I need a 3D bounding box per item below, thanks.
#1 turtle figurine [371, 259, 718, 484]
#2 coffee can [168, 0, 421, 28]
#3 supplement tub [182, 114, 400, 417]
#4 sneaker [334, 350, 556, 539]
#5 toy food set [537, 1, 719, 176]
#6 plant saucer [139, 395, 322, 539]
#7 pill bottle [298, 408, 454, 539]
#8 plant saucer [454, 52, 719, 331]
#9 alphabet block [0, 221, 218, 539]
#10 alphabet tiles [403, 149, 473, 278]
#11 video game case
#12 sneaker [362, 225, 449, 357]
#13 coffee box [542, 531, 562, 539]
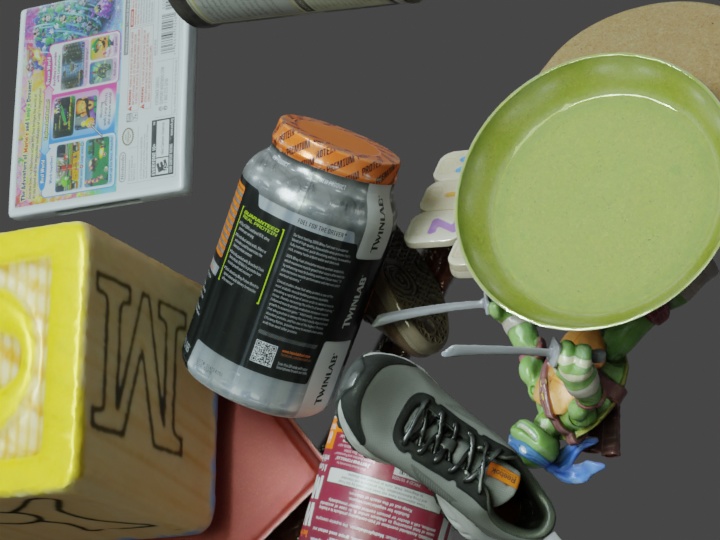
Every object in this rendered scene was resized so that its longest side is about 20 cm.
[{"bbox_3d":[0.142,0.030,1.256,0.200,0.144,0.194,42,82,5],"label":"turtle figurine"},{"bbox_3d":[-0.052,-0.281,1.455,0.198,0.146,0.148,-2,73,25],"label":"coffee can"},{"bbox_3d":[-0.047,-0.004,1.314,0.122,0.122,0.202,29,107,30],"label":"supplement tub"},{"bbox_3d":[0.063,0.121,1.218,0.079,0.200,0.074,5,59,56],"label":"sneaker"},{"bbox_3d":[0.209,-0.124,1.286,0.198,0.049,0.199,6,47,30],"label":"toy food set"},{"bbox_3d":[-0.139,0.157,1.407,0.200,0.037,0.200,-45,61,8],"label":"plant saucer"},{"bbox_3d":[0.008,0.206,1.297,0.109,0.109,0.202,12,79,28],"label":"pill bottle"},{"bbox_3d":[0.160,-0.050,1.194,0.198,0.031,0.202,-11,64,23],"label":"plant saucer"},{"bbox_3d":[-0.234,0.093,1.337,0.193,0.200,0.199,-9,71,22],"label":"alphabet block"},{"bbox_3d":[0.134,-0.063,1.307,0.194,0.015,0.201,-3,36,25],"label":"alphabet tiles"},{"bbox_3d":[-0.227,-0.151,1.572,0.180,0.024,0.202,-8,72,24],"label":"video game case"},{"bbox_3d":[0.000,0.000,1.401,0.076,0.070,0.201,-47,56,29],"label":"sneaker"},{"bbox_3d":[0.096,0.292,1.215,0.199,0.080,0.114,-38,61,-8],"label":"coffee box"}]
